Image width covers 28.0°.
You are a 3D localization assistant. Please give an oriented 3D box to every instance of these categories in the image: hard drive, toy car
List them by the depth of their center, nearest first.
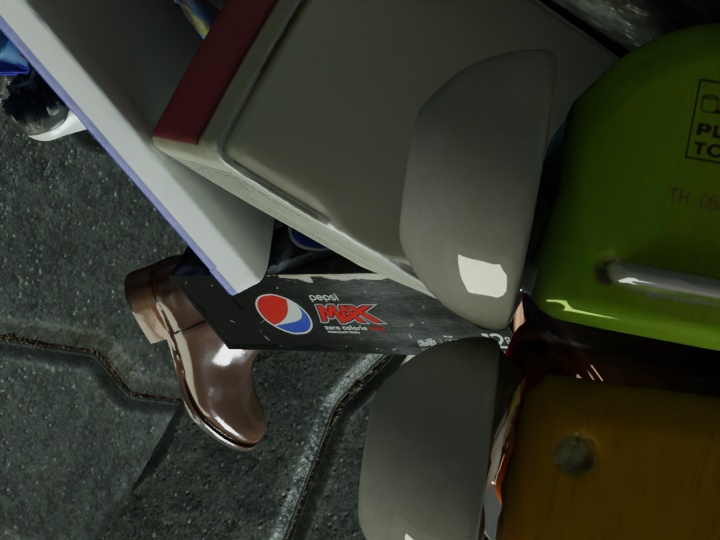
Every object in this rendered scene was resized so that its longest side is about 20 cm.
[{"bbox_3d":[0.097,0.020,0.460,0.175,0.201,0.150,9,-166,6],"label":"toy car"},{"bbox_3d":[-0.108,-0.098,0.721,0.200,0.025,0.132,52,-156,-28],"label":"hard drive"}]

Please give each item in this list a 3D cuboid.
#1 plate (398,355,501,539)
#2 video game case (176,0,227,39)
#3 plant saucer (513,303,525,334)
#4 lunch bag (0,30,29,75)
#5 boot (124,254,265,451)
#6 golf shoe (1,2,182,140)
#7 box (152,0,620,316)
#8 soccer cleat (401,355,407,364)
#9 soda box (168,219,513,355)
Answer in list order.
[{"bbox_3d":[0.116,0.071,0.852,0.032,0.200,0.200,-2,-138,-41],"label":"plate"},{"bbox_3d":[-0.036,-0.079,0.814,0.143,0.017,0.200,41,164,45],"label":"video game case"},{"bbox_3d":[0.160,0.034,0.574,0.200,0.032,0.201,16,136,17],"label":"plant saucer"},{"bbox_3d":[-0.230,-0.183,0.757,0.151,0.094,0.200,60,-169,3],"label":"lunch bag"},{"bbox_3d":[-0.041,0.041,1.025,0.064,0.200,0.187,-88,-26,-48],"label":"boot"},{"bbox_3d":[-0.127,-0.096,0.830,0.078,0.095,0.200,-4,-159,26],"label":"golf shoe"},{"bbox_3d":[0.002,-0.065,0.596,0.128,0.109,0.200,30,178,-16],"label":"box"},{"bbox_3d":[0.072,0.016,1.010,0.081,0.200,0.068,8,149,-6],"label":"soccer cleat"},{"bbox_3d":[0.000,0.000,0.761,0.200,0.063,0.071,-1,138,36],"label":"soda box"}]
